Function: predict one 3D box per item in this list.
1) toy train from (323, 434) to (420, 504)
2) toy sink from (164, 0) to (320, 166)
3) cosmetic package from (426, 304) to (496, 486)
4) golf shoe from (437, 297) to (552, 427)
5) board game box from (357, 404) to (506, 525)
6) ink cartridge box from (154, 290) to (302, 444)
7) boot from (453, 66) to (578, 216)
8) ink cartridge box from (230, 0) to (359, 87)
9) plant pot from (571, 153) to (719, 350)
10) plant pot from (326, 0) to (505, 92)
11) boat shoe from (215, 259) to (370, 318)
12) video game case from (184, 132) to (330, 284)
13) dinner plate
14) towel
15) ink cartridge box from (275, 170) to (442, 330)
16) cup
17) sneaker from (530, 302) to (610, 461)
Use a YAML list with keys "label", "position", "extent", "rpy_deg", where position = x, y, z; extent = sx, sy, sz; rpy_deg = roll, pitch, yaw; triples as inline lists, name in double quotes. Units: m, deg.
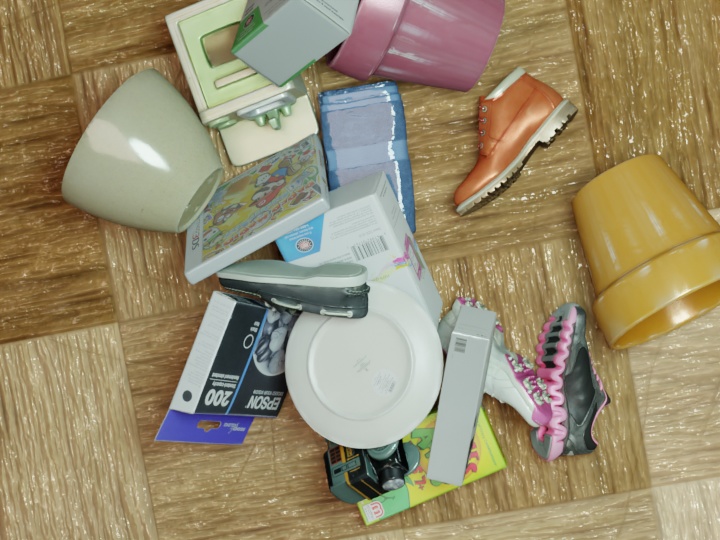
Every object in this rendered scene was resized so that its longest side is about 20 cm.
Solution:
- label: "toy train"
  position: [0.003, 0.196, 1.642]
  extent: [0.113, 0.085, 0.202]
  rpy_deg: [-26, 51, 17]
- label: "toy sink"
  position: [-0.148, -0.247, 1.661]
  extent: [0.129, 0.112, 0.202]
  rpy_deg: [-19, 90, 7]
- label: "cosmetic package"
  position: [0.123, 0.152, 1.582]
  extent: [0.050, 0.083, 0.202]
  rpy_deg: [11, 114, 6]
- label: "golf shoe"
  position: [0.165, 0.129, 1.646]
  extent: [0.092, 0.075, 0.201]
  rpy_deg: [-46, 59, 18]
- label: "board game box"
  position: [0.079, 0.242, 1.687]
  extent: [0.198, 0.048, 0.103]
  rpy_deg: [-24, 89, 7]
- label: "ink cartridge box"
  position: [-0.153, 0.134, 1.639]
  extent: [0.043, 0.198, 0.202]
  rpy_deg: [26, 96, 29]
- label: "boot"
  position: [0.171, -0.163, 1.653]
  extent: [0.107, 0.075, 0.200]
  rpy_deg: [42, 88, 6]
- label: "ink cartridge box"
  position: [-0.065, -0.343, 1.558]
  extent: [0.084, 0.145, 0.202]
  rpy_deg: [31, 52, -26]
- label: "plant pot"
  position: [0.351, -0.031, 1.585]
  extent: [0.199, 0.200, 0.185]
  rpy_deg: [-28, 73, 7]
- label: "plant pot"
  position: [0.073, -0.312, 1.603]
  extent: [0.177, 0.200, 0.202]
  rpy_deg: [19, 95, -10]
- label: "boat shoe"
  position: [-0.083, 0.025, 1.563]
  extent: [0.198, 0.075, 0.061]
  rpy_deg: [5, 110, 27]
- label: "video game case"
  position: [-0.132, -0.081, 1.633]
  extent: [0.198, 0.183, 0.023]
  rpy_deg: [-28, 120, 11]
- label: "dinner plate"
  position: [0.001, 0.113, 1.570]
  extent: [0.197, 0.024, 0.203]
  rpy_deg: [-1, 86, 13]
- label: "towel"
  position: [0.010, -0.138, 1.680]
  extent: [0.110, 0.049, 0.203]
  rpy_deg: [-7, 91, 7]
- label: "ink cartridge box"
  position: [0.000, 0.000, 1.629]
  extent: [0.143, 0.085, 0.202]
  rpy_deg: [-19, 110, 18]
- label: "cup"
  position: [-0.257, -0.129, 1.632]
  extent: [0.143, 0.200, 0.201]
  rpy_deg: [34, 96, 6]
- label: "sneaker"
  position: [0.275, 0.143, 1.659]
  extent: [0.094, 0.079, 0.203]
  rpy_deg: [5, 94, -16]
